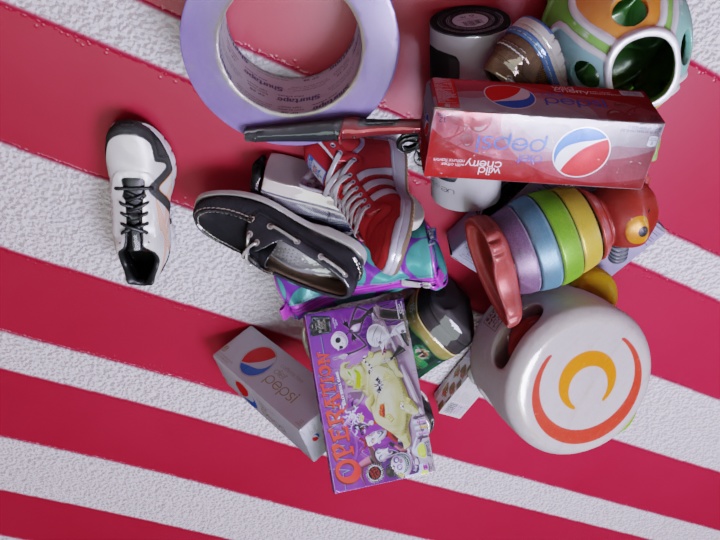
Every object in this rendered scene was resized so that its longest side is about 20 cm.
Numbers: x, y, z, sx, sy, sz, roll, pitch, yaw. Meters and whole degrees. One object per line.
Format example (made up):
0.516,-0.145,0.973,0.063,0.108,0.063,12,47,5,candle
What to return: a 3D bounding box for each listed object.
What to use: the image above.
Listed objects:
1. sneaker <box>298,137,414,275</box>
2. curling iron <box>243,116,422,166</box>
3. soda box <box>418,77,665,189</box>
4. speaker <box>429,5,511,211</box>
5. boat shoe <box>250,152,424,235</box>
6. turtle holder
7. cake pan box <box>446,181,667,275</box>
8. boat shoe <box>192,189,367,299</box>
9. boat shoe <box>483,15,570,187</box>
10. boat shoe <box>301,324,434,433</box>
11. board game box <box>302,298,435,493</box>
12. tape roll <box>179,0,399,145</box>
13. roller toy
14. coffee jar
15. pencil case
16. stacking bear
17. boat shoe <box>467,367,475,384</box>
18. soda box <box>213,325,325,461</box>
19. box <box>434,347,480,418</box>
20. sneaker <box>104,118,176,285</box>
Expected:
-0.008,-0.077,0.757,0.112,0.200,0.071,14,128,-13,sneaker
-0.012,-0.127,0.719,0.199,0.026,0.050,1,126,-5,curling iron
0.154,-0.121,0.657,0.199,0.064,0.070,4,130,-3,soda box
0.112,-0.162,0.774,0.081,0.081,0.201,-5,129,0,speaker
-0.033,-0.064,0.854,0.199,0.075,0.093,17,133,-7,boat shoe
0.245,-0.200,0.720,0.140,0.132,0.186,3,128,-8,turtle holder
0.230,-0.046,0.896,0.200,0.052,0.184,30,119,-25,cake pan box
-0.092,-0.025,0.807,0.199,0.060,0.074,23,138,-5,boat shoe
0.169,-0.147,0.730,0.072,0.072,0.200,-40,129,-4,boat shoe
0.009,0.128,0.903,0.200,0.057,0.067,44,110,0,boat shoe
0.009,0.140,0.848,0.119,0.201,0.032,-10,173,-8,board game box
-0.065,-0.226,0.706,0.199,0.085,0.201,-2,129,-2,tape roll
0.229,0.105,0.880,0.182,0.140,0.201,-10,109,-13,roller toy
0.055,0.096,0.960,0.200,0.104,0.085,-39,106,24,coffee jar
0.000,0.000,0.888,0.199,0.093,0.085,-13,138,8,pencil case
0.224,-0.041,0.802,0.199,0.114,0.122,-20,119,-1,stacking bear
0.231,0.144,0.994,0.200,0.072,0.070,4,132,-37,boat shoe
-0.101,0.149,0.934,0.068,0.200,0.064,-37,132,-23,soda box
0.171,0.129,1.038,0.041,0.039,0.200,17,126,-21,box
-0.241,-0.069,0.823,0.073,0.080,0.201,-1,127,-2,sneaker
